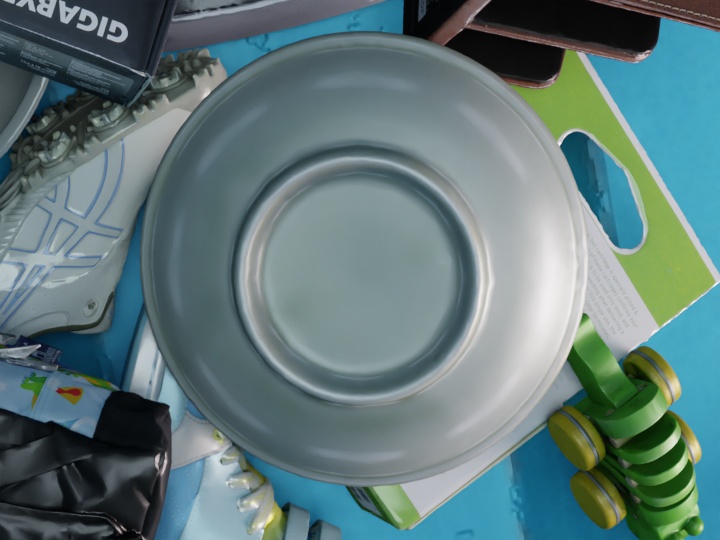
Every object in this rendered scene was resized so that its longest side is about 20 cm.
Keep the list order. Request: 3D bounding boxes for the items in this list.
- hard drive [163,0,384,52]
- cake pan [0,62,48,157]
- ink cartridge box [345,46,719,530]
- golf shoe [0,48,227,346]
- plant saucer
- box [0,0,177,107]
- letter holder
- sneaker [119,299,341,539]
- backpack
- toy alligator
[{"bbox_3d":[-0.067,-0.178,0.814,0.198,0.042,0.137,-12,96,-6],"label":"hard drive"},{"bbox_3d":[-0.224,-0.123,0.780,0.198,0.037,0.203,0,93,9],"label":"cake pan"},{"bbox_3d":[0.050,0.004,0.827,0.199,0.076,0.149,-35,97,-11],"label":"ink cartridge box"},{"bbox_3d":[-0.133,-0.023,0.814,0.199,0.078,0.098,-35,114,3],"label":"golf shoe"},{"bbox_3d":[0.000,0.000,0.737,0.198,0.050,0.203,1,99,3],"label":"plant saucer"},{"bbox_3d":[-0.162,-0.178,0.718,0.198,0.046,0.161,20,72,-15],"label":"box"},{"bbox_3d":[0.103,-0.191,0.776,0.141,0.100,0.202,9,72,-19],"label":"letter holder"},{"bbox_3d":[-0.057,0.105,0.820,0.129,0.080,0.202,7,103,-5],"label":"sneaker"},{"bbox_3d":[-0.191,0.094,0.737,0.198,0.154,0.165,12,111,-12],"label":"backpack"},{"bbox_3d":[0.138,0.104,0.810,0.059,0.054,0.201,-34,125,-14],"label":"toy alligator"}]
